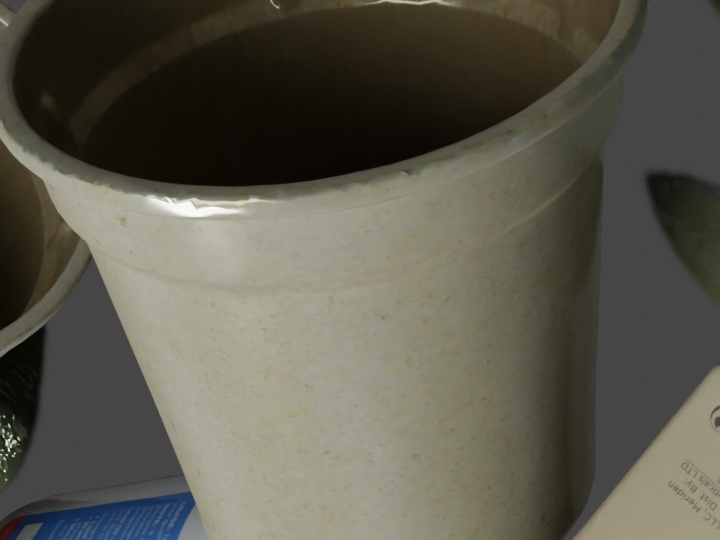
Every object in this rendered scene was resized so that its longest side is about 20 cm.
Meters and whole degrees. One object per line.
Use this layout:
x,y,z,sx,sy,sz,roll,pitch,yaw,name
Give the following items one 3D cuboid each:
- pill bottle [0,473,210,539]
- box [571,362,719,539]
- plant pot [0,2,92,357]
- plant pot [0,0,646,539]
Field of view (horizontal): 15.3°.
-0.052,0.130,1.008,0.199,0.112,0.113,-13,102,44,pill bottle
0.085,0.133,0.839,0.078,0.095,0.200,41,94,18,box
-0.215,0.008,1.051,0.200,0.200,0.184,45,143,14,plant pot
0.000,0.000,0.853,0.200,0.200,0.184,15,131,35,plant pot
